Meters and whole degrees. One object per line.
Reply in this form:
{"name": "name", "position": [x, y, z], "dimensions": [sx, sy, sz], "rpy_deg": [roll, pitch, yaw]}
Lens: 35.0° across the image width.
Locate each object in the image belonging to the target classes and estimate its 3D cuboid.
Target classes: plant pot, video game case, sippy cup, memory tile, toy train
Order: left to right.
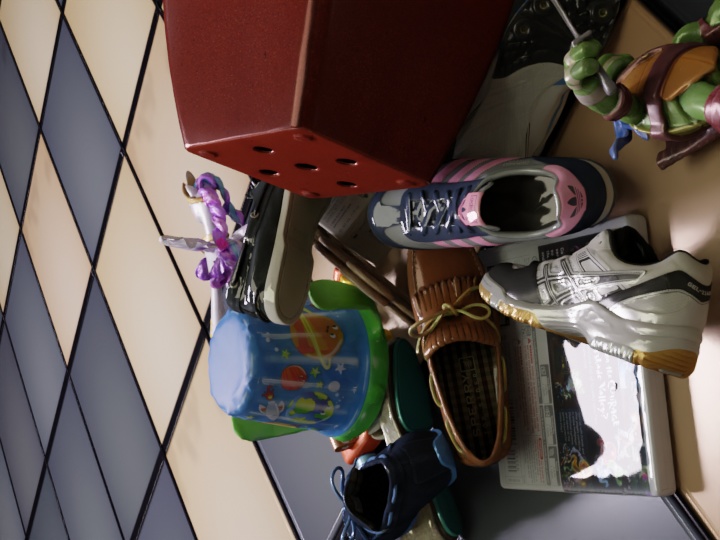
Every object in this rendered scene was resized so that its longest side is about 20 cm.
{"name": "sippy cup", "position": [-0.064, 0.085, 1.038], "dimensions": [0.140, 0.130, 0.178], "rpy_deg": [23, 106, 58]}
{"name": "plant pot", "position": [-0.026, -0.157, 0.839], "dimensions": [0.200, 0.200, 0.177], "rpy_deg": [-2, 76, 45]}
{"name": "toy train", "position": [-0.020, 0.096, 1.150], "dimensions": [0.150, 0.056, 0.200], "rpy_deg": [-53, 49, 46]}
{"name": "memory tile", "position": [0.000, 0.000, 1.036], "dimensions": [0.017, 0.153, 0.200], "rpy_deg": [-52, 41, 2]}
{"name": "video game case", "position": [0.161, 0.070, 0.880], "dimensions": [0.182, 0.023, 0.200], "rpy_deg": [-14, 79, 59]}

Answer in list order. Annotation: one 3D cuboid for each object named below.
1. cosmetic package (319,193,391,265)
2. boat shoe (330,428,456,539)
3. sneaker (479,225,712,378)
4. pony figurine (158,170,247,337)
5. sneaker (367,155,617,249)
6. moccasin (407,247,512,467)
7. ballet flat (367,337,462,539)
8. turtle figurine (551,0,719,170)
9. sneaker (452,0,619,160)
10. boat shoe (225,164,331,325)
{"name": "cosmetic package", "position": [-0.050, -0.097, 1.063], "dimensions": [0.200, 0.105, 0.071], "rpy_deg": [38, 93, 23]}
{"name": "boat shoe", "position": [0.012, 0.183, 0.967], "dimensions": [0.084, 0.069, 0.200], "rpy_deg": [63, 151, 26]}
{"name": "sneaker", "position": [0.166, 0.010, 0.795], "dimensions": [0.200, 0.076, 0.088], "rpy_deg": [19, 92, 54]}
{"name": "pony figurine", "position": [-0.150, -0.018, 1.295], "dimensions": [0.193, 0.166, 0.200], "rpy_deg": [9, 115, 66]}
{"name": "sneaker", "position": [0.080, -0.050, 0.839], "dimensions": [0.200, 0.082, 0.070], "rpy_deg": [-8, 94, 32]}
{"name": "moccasin", "position": [0.077, 0.056, 0.907], "dimensions": [0.078, 0.074, 0.202], "rpy_deg": [59, -155, -81]}
{"name": "ballet flat", "position": [0.036, 0.160, 1.040], "dimensions": [0.062, 0.067, 0.200], "rpy_deg": [-24, 68, 27]}
{"name": "turtle figurine", "position": [0.199, -0.147, 0.686], "dimensions": [0.194, 0.144, 0.200], "rpy_deg": [27, 118, 51]}
{"name": "sneaker", "position": [0.132, -0.147, 0.877], "dimensions": [0.200, 0.072, 0.072], "rpy_deg": [-60, -2, 27]}
{"name": "boat shoe", "position": [-0.069, -0.051, 0.960], "dimensions": [0.066, 0.074, 0.200], "rpy_deg": [2, 73, 26]}
